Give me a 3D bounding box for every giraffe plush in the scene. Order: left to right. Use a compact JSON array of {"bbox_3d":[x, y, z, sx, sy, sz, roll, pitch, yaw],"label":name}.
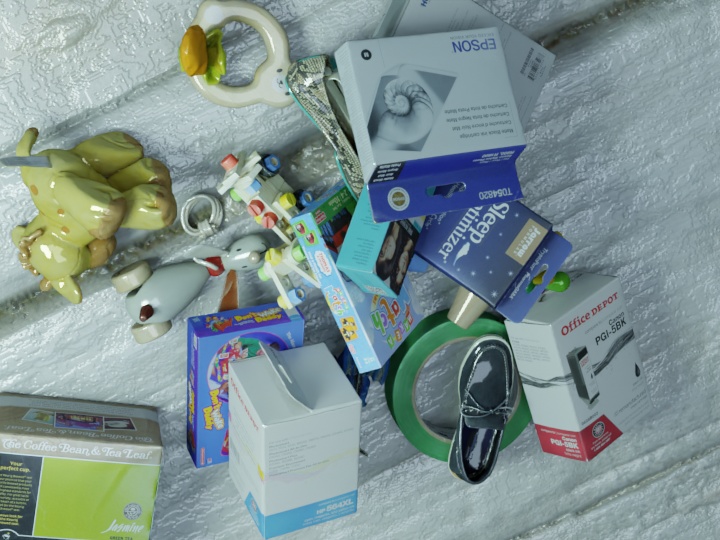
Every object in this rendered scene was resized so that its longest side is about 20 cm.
[{"bbox_3d":[-0.325,-0.054,1.422,0.200,0.173,0.162,5,126,-24],"label":"giraffe plush"}]

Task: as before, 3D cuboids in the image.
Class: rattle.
[{"bbox_3d":[-0.105,-0.236,1.421,0.200,0.143,0.130,27,79,-12],"label":"rattle"}]

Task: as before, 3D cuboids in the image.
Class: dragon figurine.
[{"bbox_3d":[-0.001,0.122,1.538,0.059,0.200,0.099,15,139,-14],"label":"dragon figurine"}]

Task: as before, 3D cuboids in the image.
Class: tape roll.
[{"bbox_3d":[0.133,0.151,1.622,0.200,0.048,0.201,-3,106,-12],"label":"tape roll"}]

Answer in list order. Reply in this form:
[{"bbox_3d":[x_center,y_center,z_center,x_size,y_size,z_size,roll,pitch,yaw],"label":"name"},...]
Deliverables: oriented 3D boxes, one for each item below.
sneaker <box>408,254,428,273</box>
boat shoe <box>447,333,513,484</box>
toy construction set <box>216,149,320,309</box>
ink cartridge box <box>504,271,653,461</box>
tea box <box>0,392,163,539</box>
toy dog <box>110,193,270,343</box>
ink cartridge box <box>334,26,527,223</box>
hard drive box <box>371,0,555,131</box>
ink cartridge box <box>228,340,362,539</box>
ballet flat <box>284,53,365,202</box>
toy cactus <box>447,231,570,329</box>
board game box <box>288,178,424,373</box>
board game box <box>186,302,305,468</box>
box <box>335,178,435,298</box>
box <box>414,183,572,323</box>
[{"bbox_3d":[0.050,-0.096,1.530,0.078,0.070,0.200,-1,98,-9],"label":"sneaker"},{"bbox_3d":[0.157,0.180,1.579,0.074,0.062,0.200,9,101,-13],"label":"boat shoe"},{"bbox_3d":[-0.108,-0.064,1.463,0.092,0.131,0.200,-13,124,31],"label":"toy construction set"},{"bbox_3d":[0.284,0.121,1.602,0.147,0.083,0.200,-31,112,-32],"label":"ink cartridge box"},{"bbox_3d":[-0.353,0.268,1.501,0.200,0.134,0.197,8,104,-15],"label":"tea box"},{"bbox_3d":[-0.205,0.015,1.484,0.200,0.096,0.132,-44,110,2],"label":"toy dog"},{"bbox_3d":[0.085,-0.165,1.380,0.199,0.041,0.200,-11,84,-24],"label":"ink cartridge box"},{"bbox_3d":[0.110,-0.234,1.470,0.200,0.077,0.156,30,73,-19],"label":"hard drive box"},{"bbox_3d":[-0.079,0.190,1.469,0.125,0.129,0.200,-11,126,-22],"label":"ink cartridge box"},{"bbox_3d":[-0.011,-0.163,1.438,0.075,0.068,0.200,-19,116,26],"label":"ballet flat"},{"bbox_3d":[0.160,-0.007,1.552,0.200,0.102,0.165,29,98,-26],"label":"toy cactus"},{"bbox_3d":[0.000,0.000,1.482,0.037,0.151,0.200,-17,104,29],"label":"board game box"},{"bbox_3d":[-0.142,0.140,1.517,0.134,0.045,0.200,-9,125,-22],"label":"board game box"},{"bbox_3d":[0.039,-0.077,1.419,0.082,0.049,0.200,44,61,-57],"label":"box"},{"bbox_3d":[0.139,-0.041,1.464,0.200,0.032,0.121,35,85,10],"label":"box"}]
